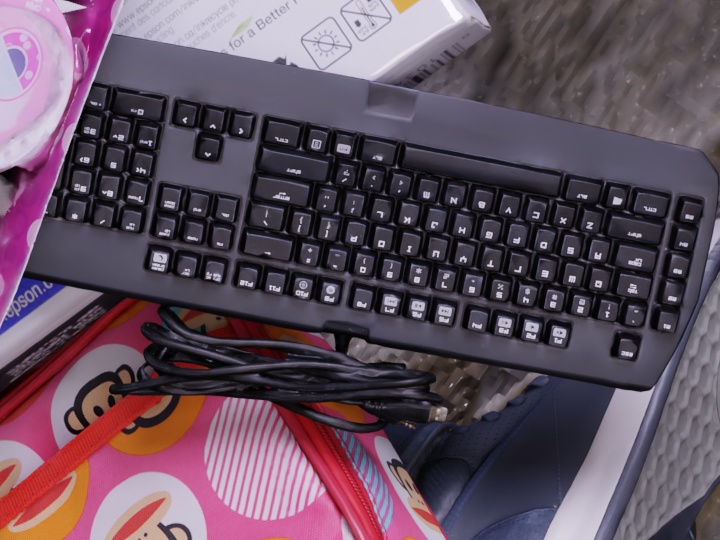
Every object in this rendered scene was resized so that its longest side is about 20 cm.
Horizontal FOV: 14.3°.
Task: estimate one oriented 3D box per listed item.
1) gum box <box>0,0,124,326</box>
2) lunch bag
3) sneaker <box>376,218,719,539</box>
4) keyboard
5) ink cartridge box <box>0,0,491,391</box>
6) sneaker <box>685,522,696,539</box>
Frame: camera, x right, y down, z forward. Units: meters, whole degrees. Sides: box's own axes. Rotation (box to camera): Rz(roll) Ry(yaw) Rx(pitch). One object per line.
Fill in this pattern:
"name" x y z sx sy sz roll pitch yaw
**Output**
"gum box" -0.132 -0.073 0.800 0.066 0.113 0.201 18 96 -50
"lunch bag" -0.078 0.099 0.904 0.200 0.177 0.082 -40 150 15
"sneaker" 0.048 0.053 0.961 0.203 0.145 0.077 -57 137 -35
"keyboard" 0.000 0.000 0.819 0.199 0.040 0.105 10 104 -5
"ink cartridge box" -0.096 -0.096 0.869 0.197 0.047 0.201 -35 78 10
"sneaker" 0.061 0.167 0.996 0.075 0.079 0.201 19 103 -18
